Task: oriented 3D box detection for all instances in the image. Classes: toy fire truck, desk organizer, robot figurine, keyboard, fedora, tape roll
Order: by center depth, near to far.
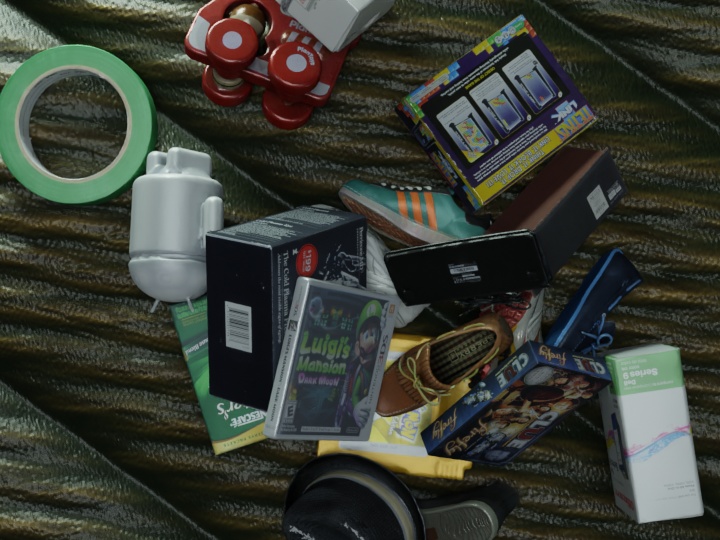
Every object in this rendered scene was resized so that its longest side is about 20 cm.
[{"bbox_3d":[0.133,0.002,1.532,0.199,0.040,0.105,-8,116,28],"label":"keyboard"},{"bbox_3d":[-0.023,0.321,1.555,0.200,0.092,0.202,4,98,26],"label":"fedora"},{"bbox_3d":[-0.228,-0.048,1.582,0.113,0.169,0.201,8,82,-42],"label":"robot figurine"},{"bbox_3d":[0.236,-0.065,1.588,0.200,0.077,0.072,-46,123,-21],"label":"desk organizer"},{"bbox_3d":[-0.110,-0.287,1.603,0.199,0.112,0.169,21,66,0],"label":"toy fire truck"},{"bbox_3d":[-0.360,-0.183,1.623,0.199,0.048,0.202,0,89,0],"label":"tape roll"}]

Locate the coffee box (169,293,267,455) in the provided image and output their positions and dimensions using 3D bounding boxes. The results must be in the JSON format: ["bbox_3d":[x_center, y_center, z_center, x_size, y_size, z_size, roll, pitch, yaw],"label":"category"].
[{"bbox_3d":[-0.155,0.121,1.618,0.122,0.044,0.201,-16,89,0],"label":"coffee box"}]

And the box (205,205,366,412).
[{"bbox_3d":[-0.084,0.040,1.507,0.104,0.182,0.201,11,110,34],"label":"box"}]

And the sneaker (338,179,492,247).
[{"bbox_3d":[0.072,-0.076,1.611,0.199,0.071,0.080,26,74,4],"label":"sneaker"}]

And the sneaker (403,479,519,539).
[{"bbox_3d":[0.100,0.316,1.605,0.199,0.106,0.075,-11,93,30],"label":"sneaker"}]

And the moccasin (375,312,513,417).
[{"bbox_3d":[0.094,0.121,1.552,0.201,0.078,0.074,-27,86,22],"label":"moccasin"}]

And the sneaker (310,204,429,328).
[{"bbox_3d":[0.000,0.000,1.600,0.200,0.078,0.099,39,98,-3],"label":"sneaker"}]

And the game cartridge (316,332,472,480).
[{"bbox_3d":[0.051,0.168,1.622,0.199,0.032,0.177,6,89,2],"label":"game cartridge"}]

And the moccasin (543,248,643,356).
[{"bbox_3d":[0.289,0.061,1.576,0.068,0.080,0.200,39,72,-3],"label":"moccasin"}]

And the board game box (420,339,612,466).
[{"bbox_3d":[0.186,0.163,1.529,0.200,0.135,0.035,-46,47,33],"label":"board game box"}]

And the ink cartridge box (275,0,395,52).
[{"bbox_3d":[-0.052,-0.387,1.572,0.200,0.083,0.147,42,49,1],"label":"ink cartridge box"}]

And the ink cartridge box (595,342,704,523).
[{"bbox_3d":[0.350,0.196,1.560,0.087,0.145,0.201,-10,89,1],"label":"ink cartridge box"}]

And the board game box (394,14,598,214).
[{"bbox_3d":[0.170,-0.195,1.588,0.200,0.057,0.166,-36,90,-17],"label":"board game box"}]

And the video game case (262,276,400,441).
[{"bbox_3d":[-0.029,0.108,1.492,0.023,0.200,0.183,12,89,34],"label":"video game case"}]

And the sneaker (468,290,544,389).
[{"bbox_3d":[0.193,0.080,1.607,0.078,0.082,0.201,5,73,43],"label":"sneaker"}]
